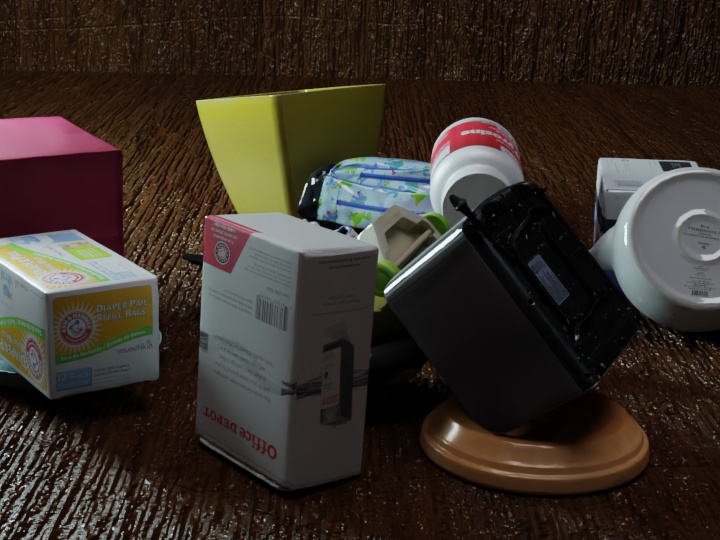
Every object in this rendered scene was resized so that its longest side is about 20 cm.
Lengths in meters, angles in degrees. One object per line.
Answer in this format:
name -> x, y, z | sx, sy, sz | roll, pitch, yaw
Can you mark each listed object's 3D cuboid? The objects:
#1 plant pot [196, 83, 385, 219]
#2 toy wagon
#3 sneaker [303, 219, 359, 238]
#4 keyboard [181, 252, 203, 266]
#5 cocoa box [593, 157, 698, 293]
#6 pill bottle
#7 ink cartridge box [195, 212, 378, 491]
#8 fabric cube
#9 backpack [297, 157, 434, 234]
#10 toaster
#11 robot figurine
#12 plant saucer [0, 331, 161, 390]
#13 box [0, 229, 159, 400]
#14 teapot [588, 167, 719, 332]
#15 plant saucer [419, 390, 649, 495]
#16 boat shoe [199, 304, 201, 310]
plant pot -> -0.092, -0.166, 1.925 | 0.200, 0.177, 0.200 | -12, 11, -39
toy wagon -> 0.080, 0.028, 1.258 | 0.040, 0.200, 0.155 | -40, 1, 29
sneaker -> 0.000, 0.000, 1.505 | 0.200, 0.087, 0.074 | 16, 0, -41
keyboard -> -0.102, 0.001, 1.554 | 0.127, 0.021, 0.200 | 4, -3, 29
cocoa box -> 0.363, -0.057, 1.696 | 0.133, 0.131, 0.200 | 3, 16, 6
pill bottle -> 0.139, -0.106, 1.619 | 0.112, 0.112, 0.200 | 2, 21, 2
ink cartridge box -> -0.065, 0.063, 1.127 | 0.085, 0.200, 0.146 | -5, 17, -38
fabric cube -> -0.388, -0.053, 1.507 | 0.196, 0.200, 0.199 | -8, 21, -31
backpack -> 0.047, -0.088, 1.796 | 0.200, 0.154, 0.163 | 25, 6, 27
toaster -> 0.132, 0.024, 1.170 | 0.119, 0.200, 0.181 | -38, -2, 28
robot figurine -> -0.013, 0.056, 1.286 | 0.200, 0.125, 0.150 | -11, -15, -37
plant saucer -> -0.300, 0.081, 1.358 | 0.200, 0.027, 0.200 | 1, 16, 0
box -> -0.282, 0.036, 1.282 | 0.112, 0.102, 0.200 | -9, 19, -34
teapot -> 0.375, -0.012, 1.524 | 0.197, 0.200, 0.146 | -36, -17, -11
plant saucer -> 0.153, 0.138, 1.182 | 0.200, 0.038, 0.200 | 2, 17, -1
boat shoe -> -0.093, 0.049, 1.425 | 0.201, 0.063, 0.074 | 17, 20, 39
